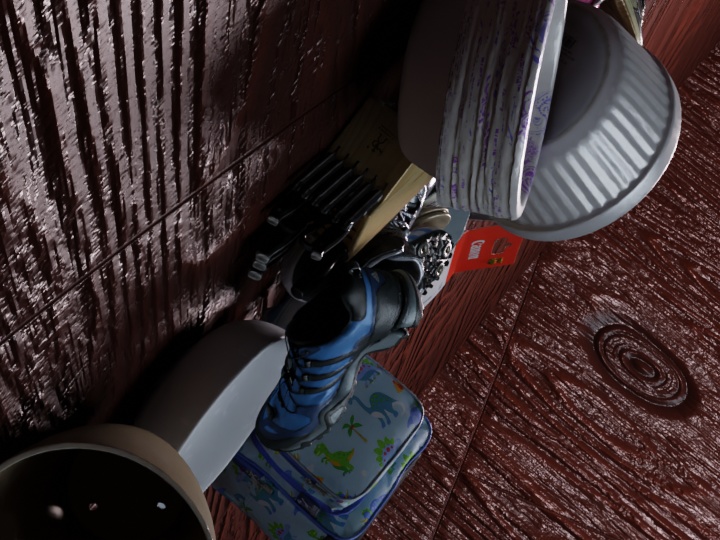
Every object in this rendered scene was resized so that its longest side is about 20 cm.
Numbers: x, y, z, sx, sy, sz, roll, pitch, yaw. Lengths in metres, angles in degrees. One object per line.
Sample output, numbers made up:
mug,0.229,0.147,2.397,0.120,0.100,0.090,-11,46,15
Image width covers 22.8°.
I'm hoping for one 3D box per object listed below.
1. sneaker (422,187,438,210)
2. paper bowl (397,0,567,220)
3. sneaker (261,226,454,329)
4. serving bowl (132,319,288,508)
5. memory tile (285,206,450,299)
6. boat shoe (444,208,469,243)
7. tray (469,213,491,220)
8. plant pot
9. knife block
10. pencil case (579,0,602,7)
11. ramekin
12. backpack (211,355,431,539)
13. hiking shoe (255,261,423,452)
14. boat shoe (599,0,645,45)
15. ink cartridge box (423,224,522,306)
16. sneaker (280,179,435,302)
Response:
sneaker,0.097,-0.121,1.709,0.200,0.078,0.086,-37,161,-13
paper bowl,0.091,-0.145,1.358,0.201,0.104,0.202,11,90,-80
sneaker,-0.003,0.011,1.641,0.199,0.072,0.072,-31,135,-19
serving bowl,-0.139,0.118,1.505,0.200,0.066,0.200,-53,169,-14
memory tile,0.000,0.000,1.716,0.153,0.017,0.200,-18,160,-20
boat shoe,0.085,-0.102,1.813,0.091,0.071,0.201,-15,-139,56
tray,0.155,-0.101,1.918,0.199,0.022,0.108,5,-122,51
plant pot,-0.184,0.187,1.289,0.188,0.187,0.200,-52,-174,9
knife block,-0.013,-0.054,1.477,0.176,0.064,0.200,-52,172,7
pencil case,0.187,-0.243,1.624,0.090,0.094,0.200,-25,162,-17
ramekin,0.161,-0.136,1.525,0.200,0.200,0.105,-51,136,-3
backpack,-0.049,0.149,1.678,0.183,0.200,0.147,-49,172,-37
hiking shoe,-0.038,0.067,1.472,0.086,0.075,0.200,19,119,-38
boat shoe,0.243,-0.265,1.700,0.065,0.073,0.200,-50,145,-24
ink cartridge box,0.079,0.007,1.907,0.199,0.048,0.160,-10,165,-4
sneaker,0.030,-0.035,1.561,0.200,0.114,0.076,-46,132,-15
